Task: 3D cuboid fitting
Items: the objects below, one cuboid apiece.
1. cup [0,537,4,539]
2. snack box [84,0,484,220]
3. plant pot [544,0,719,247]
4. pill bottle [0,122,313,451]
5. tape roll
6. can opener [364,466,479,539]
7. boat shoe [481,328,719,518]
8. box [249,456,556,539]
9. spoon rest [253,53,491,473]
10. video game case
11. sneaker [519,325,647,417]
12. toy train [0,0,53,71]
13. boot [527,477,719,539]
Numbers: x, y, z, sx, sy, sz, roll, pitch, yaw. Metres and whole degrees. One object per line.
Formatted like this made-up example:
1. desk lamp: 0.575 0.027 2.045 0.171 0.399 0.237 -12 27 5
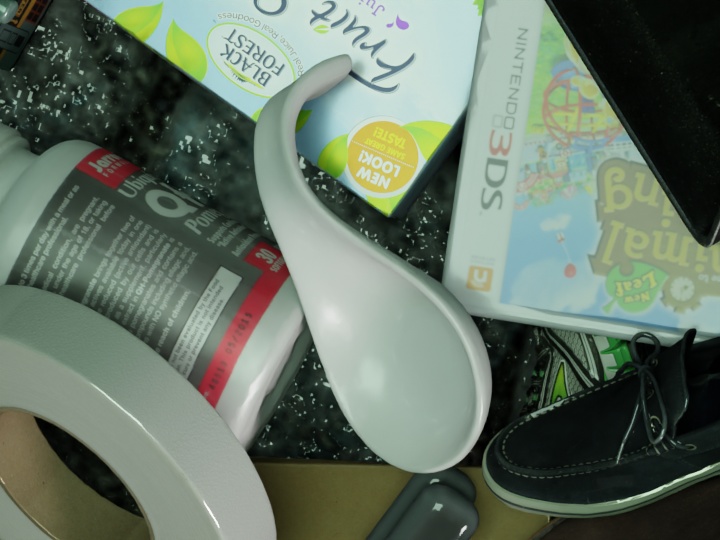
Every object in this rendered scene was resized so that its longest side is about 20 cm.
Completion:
1. cup: -0.241 0.226 1.185 0.200 0.143 0.201 0 91 8
2. snack box: -0.015 -0.148 1.188 0.200 0.068 0.169 36 94 7
3. plant pot: 0.186 -0.164 1.003 0.177 0.200 0.200 -25 70 -13
4. pill bottle: -0.124 0.004 1.182 0.200 0.111 0.111 28 94 6
5. tape roll: -0.131 0.094 1.152 0.203 0.203 0.037 37 56 6
6. can opener: 0.001 0.182 1.150 0.066 0.053 0.200 27 108 -13
7. boat shoe: 0.145 0.060 1.077 0.200 0.075 0.062 -14 129 22
8. box: 0.007 0.175 1.179 0.200 0.021 0.164 -1 91 27
9. spoon rest: 0.000 0.000 1.110 0.099 0.061 0.200 -34 75 48
10. video game case: 0.147 -0.056 1.107 0.200 0.022 0.182 9 93 9
11. sneaker: 0.103 0.069 1.169 0.085 0.078 0.200 -14 89 8
12. toy train: -0.172 -0.188 1.186 0.085 0.114 0.200 30 93 10
13. boot: 0.156 0.127 1.051 0.200 0.166 0.072 -21 90 -10
